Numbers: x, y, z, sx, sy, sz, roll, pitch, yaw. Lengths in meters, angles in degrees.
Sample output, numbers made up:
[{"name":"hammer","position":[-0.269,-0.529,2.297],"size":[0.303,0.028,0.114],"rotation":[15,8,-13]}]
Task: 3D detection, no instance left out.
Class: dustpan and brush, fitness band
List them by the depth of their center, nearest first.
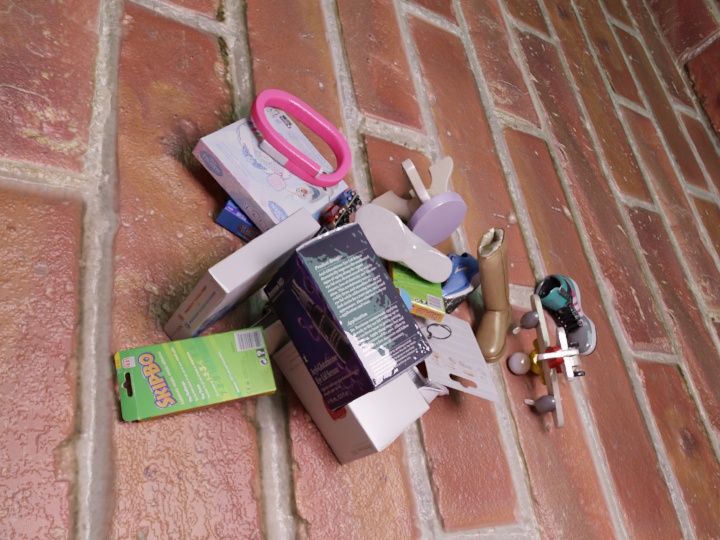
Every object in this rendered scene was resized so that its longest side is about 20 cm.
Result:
[{"name":"dustpan and brush","position":[0.099,0.188,1.068],"size":[0.057,0.139,0.200],"rotation":[-53,137,-12]},{"name":"fitness band","position":[-0.100,-0.228,1.082],"size":[0.199,0.037,0.144],"rotation":[36,43,-17]}]

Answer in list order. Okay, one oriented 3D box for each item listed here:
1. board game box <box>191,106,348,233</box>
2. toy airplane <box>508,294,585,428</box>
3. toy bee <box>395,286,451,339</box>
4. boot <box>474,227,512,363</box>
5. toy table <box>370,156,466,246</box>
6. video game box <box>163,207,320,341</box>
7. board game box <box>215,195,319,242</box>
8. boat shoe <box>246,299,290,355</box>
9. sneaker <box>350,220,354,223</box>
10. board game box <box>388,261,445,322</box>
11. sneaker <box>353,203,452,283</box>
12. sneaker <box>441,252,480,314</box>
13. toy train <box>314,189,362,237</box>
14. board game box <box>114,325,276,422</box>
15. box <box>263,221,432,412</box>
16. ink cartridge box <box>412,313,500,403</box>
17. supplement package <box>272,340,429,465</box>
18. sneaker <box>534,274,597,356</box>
[{"name":"board game box","position":[-0.144,-0.167,1.061],"size":[0.200,0.043,0.199],"rotation":[49,42,-2]},{"name":"toy airplane","position":[0.360,0.177,1.241],"size":[0.201,0.140,0.200],"rotation":[-73,146,-54]},{"name":"toy bee","position":[0.047,0.079,0.990],"size":[0.199,0.131,0.109],"rotation":[19,47,7]},{"name":"boot","position":[0.246,0.048,1.205],"size":[0.176,0.066,0.201],"rotation":[-64,149,-46]},{"name":"toy table","position":[0.125,-0.133,1.235],"size":[0.183,0.200,0.118],"rotation":[-27,71,-10]},{"name":"video game box","position":[-0.168,0.010,0.899],"size":[0.047,0.182,0.200],"rotation":[47,44,2]},{"name":"board game box","position":[-0.144,-0.122,1.097],"size":[0.152,0.045,0.201],"rotation":[32,47,-18]},{"name":"boat shoe","position":[-0.117,0.068,0.985],"size":[0.060,0.072,0.201],"rotation":[40,49,20]},{"name":"sneaker","position":[0.000,0.000,1.128],"size":[0.084,0.074,0.201],"rotation":[34,46,-39]},{"name":"board game box","position":[0.099,0.016,1.149],"size":[0.095,0.030,0.200],"rotation":[20,30,-9]},{"name":"sneaker","position":[0.069,-0.049,1.126],"size":[0.199,0.075,0.089],"rotation":[36,9,-11]},{"name":"sneaker","position":[0.182,0.021,1.255],"size":[0.089,0.079,0.200],"rotation":[45,38,9]},{"name":"toy train","position":[-0.046,-0.094,1.152],"size":[0.046,0.034,0.200],"rotation":[46,39,-12]},{"name":"board game box","position":[-0.221,0.139,0.852],"size":[0.198,0.030,0.096],"rotation":[-7,67,-23]},{"name":"box","position":[-0.022,0.064,0.835],"size":[0.104,0.148,0.201],"rotation":[-26,81,-32]},{"name":"ink cartridge box","position":[0.148,0.149,1.114],"size":[0.161,0.050,0.201],"rotation":[22,34,-26]},{"name":"supplement package","position":[-0.017,0.168,0.955],"size":[0.119,0.121,0.201],"rotation":[-30,84,-38]},{"name":"sneaker","position":[0.450,0.087,1.404],"size":[0.120,0.084,0.201],"rotation":[20,45,-34]}]
